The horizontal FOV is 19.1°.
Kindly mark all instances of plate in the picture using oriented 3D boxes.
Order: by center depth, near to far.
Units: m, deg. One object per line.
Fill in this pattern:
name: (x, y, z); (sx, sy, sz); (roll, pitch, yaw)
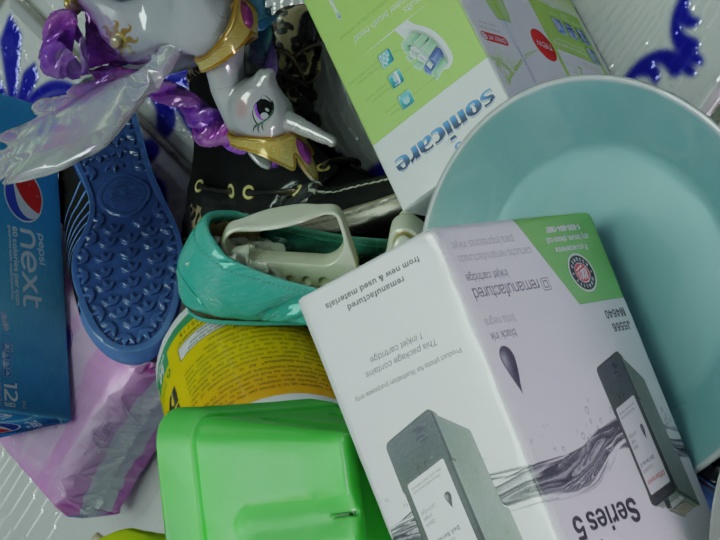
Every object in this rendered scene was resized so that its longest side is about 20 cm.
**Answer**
plate: (0.116, 0.007, 1.020); (0.200, 0.026, 0.201); (4, 98, 34)

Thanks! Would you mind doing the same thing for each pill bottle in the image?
pill bottle: (-0.046, 0.097, 1.168); (0.113, 0.113, 0.200); (-56, 26, 17)

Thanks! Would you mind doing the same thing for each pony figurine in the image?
pony figurine: (-0.119, -0.131, 1.181); (0.193, 0.167, 0.200); (-6, 115, 29)

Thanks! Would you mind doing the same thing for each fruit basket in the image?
fruit basket: (-0.057, 0.163, 1.002); (0.215, 0.155, 0.216); (0, 90, 36)

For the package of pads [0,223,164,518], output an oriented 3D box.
package of pads: (-0.197, 0.050, 1.358); (0.200, 0.076, 0.121); (43, 107, 32)

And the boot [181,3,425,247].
boot: (-0.033, -0.082, 1.257); (0.200, 0.073, 0.151); (-13, 77, 43)

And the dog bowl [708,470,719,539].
dog bowl: (0.235, 0.121, 0.967); (0.059, 0.200, 0.200); (2, 86, 52)

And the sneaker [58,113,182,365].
sneaker: (-0.146, -0.016, 1.310); (0.070, 0.078, 0.200); (-7, 54, -7)

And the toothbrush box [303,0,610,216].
toothbrush box: (0.053, -0.125, 1.152); (0.086, 0.146, 0.200); (-35, 65, 27)

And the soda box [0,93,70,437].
soda box: (-0.225, -0.003, 1.299); (0.064, 0.068, 0.200); (-14, 73, 33)

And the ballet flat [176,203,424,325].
ballet flat: (0.000, 0.000, 1.163); (0.067, 0.200, 0.070); (-87, 2, -53)

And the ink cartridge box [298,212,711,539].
ink cartridge box: (0.075, 0.083, 0.952); (0.084, 0.145, 0.200); (-28, 79, 32)

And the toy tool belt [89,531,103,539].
toy tool belt: (-0.127, 0.260, 1.244); (0.125, 0.123, 0.200); (-168, 91, -79)

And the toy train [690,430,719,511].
toy train: (0.169, 0.139, 1.056); (0.087, 0.114, 0.200); (37, 106, 33)
